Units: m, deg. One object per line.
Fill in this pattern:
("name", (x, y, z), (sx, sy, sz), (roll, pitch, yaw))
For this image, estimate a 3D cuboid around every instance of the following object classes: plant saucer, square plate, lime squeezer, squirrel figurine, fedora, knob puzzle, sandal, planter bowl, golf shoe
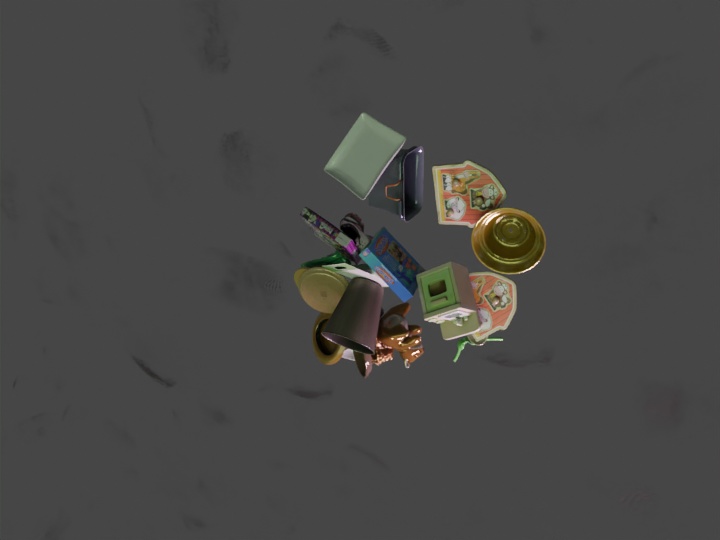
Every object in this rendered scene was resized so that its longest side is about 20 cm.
("plant saucer", (0.001, 0.263, 1.783), (0.029, 0.200, 0.201), (-12, 119, -11))
("square plate", (0.012, -0.316, 1.455), (0.198, 0.028, 0.200), (42, 101, 37))
("lime squeezer", (0.364, 0.245, 1.721), (0.200, 0.038, 0.071), (-34, 101, 35))
("squirrel figurine", (0.116, 0.240, 1.773), (0.199, 0.142, 0.187), (-20, 127, 14))
("fedora", (-0.091, 0.234, 1.852), (0.200, 0.081, 0.202), (-11, 75, 49))
("knob puzzle", (0.379, 0.093, 1.586), (0.218, 0.030, 0.221), (3, 96, 27))
("sandal", (0.371, 0.148, 1.641), (0.079, 0.057, 0.202), (10, 118, 13))
("planter bowl", (0.415, -0.097, 1.465), (0.199, 0.084, 0.201), (11, 123, 18))
("knob puzzle", (0.306, -0.209, 1.472), (0.218, 0.030, 0.221), (11, 122, 18))
("golf shoe", (0.004, -0.083, 1.658), (0.072, 0.092, 0.200), (-35, 102, 33))

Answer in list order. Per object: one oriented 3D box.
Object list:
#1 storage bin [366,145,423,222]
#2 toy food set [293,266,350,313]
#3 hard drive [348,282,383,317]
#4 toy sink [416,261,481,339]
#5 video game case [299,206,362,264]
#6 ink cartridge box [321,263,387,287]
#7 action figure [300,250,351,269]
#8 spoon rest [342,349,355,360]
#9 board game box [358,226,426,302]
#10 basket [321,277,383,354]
("storage bin", (0.090, -0.251, 1.499), (0.134, 0.145, 0.201), (14, 124, 29))
("toy food set", (-0.117, 0.066, 1.756), (0.199, 0.049, 0.199), (-11, 122, 24))
("hard drive", (-0.023, 0.121, 1.821), (0.200, 0.042, 0.135), (35, 127, 1))
("toy sink", (0.260, 0.093, 1.570), (0.130, 0.112, 0.201), (-22, 67, 34))
("video game case", (-0.087, -0.104, 1.624), (0.181, 0.200, 0.036), (35, 83, 15))
("ink cartridge box", (0.000, 0.000, 1.646), (0.199, 0.048, 0.145), (27, 162, -30))
("action figure", (-0.096, -0.017, 1.766), (0.199, 0.055, 0.118), (-30, 102, 31))
("spoon rest", (-0.069, 0.284, 1.929), (0.199, 0.061, 0.100), (3, 120, 24))
("board game box", (0.102, -0.021, 1.612), (0.200, 0.152, 0.045), (47, 127, -6))
("basket", (-0.007, 0.137, 1.650), (0.180, 0.201, 0.136), (26, 159, -16))
